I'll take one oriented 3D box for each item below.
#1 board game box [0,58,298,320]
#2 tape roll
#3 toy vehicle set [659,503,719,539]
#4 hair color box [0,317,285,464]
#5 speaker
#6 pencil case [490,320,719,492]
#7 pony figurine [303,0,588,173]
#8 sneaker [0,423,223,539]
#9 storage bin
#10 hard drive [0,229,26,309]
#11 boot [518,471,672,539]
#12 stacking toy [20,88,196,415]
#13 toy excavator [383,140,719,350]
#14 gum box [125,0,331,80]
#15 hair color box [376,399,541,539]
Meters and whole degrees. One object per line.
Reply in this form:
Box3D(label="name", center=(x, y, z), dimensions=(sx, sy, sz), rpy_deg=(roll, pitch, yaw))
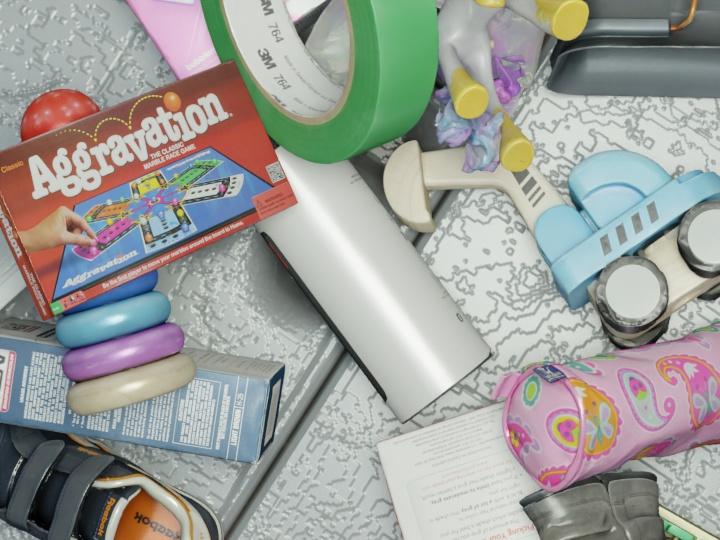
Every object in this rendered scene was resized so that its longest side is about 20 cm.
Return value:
Box3D(label="board game box", center=(-0.135, -0.053, 1.310), dimensions=(0.199, 0.019, 0.103), rpy_deg=(-27, 93, -38))
Box3D(label="tape roll", center=(-0.031, -0.168, 1.313), dimensions=(0.048, 0.200, 0.201), rpy_deg=(-24, 88, -30))
Box3D(label="toy vehicle set", center=(0.229, 0.245, 1.443), dimensions=(0.199, 0.027, 0.125), rpy_deg=(29, 92, 3))
Box3D(label="hair color box", center=(-0.156, 0.080, 1.430), dimensions=(0.198, 0.100, 0.061), rpy_deg=(10, 94, 4))
Box3D(label="speaker", center=(0.000, 0.000, 1.431), dimensions=(0.081, 0.081, 0.200), rpy_deg=(-37, 88, 3))
Box3D(label="pencil case", center=(0.181, 0.083, 1.368), dimensions=(0.199, 0.087, 0.088), rpy_deg=(-9, 89, -36))
Box3D(label="pony figurine", center=(0.066, -0.154, 1.354), dimensions=(0.165, 0.201, 0.194), rpy_deg=(4, 127, -20))
Box3D(label="sneaker", center=(-0.191, 0.154, 1.444), dimensions=(0.199, 0.079, 0.079), rpy_deg=(18, 92, 5))
Box3D(label="storage bin", center=(0.224, -0.195, 1.393), dimensions=(0.198, 0.146, 0.135), rpy_deg=(0, 80, -1))
Box3D(label="hard drive", center=(-0.254, -0.012, 1.426), dimensions=(0.200, 0.132, 0.026), rpy_deg=(-42, 121, 3))
Box3D(label="boot", center=(0.200, 0.193, 1.374), dimensions=(0.199, 0.070, 0.133), rpy_deg=(8, 62, -36))
Box3D(label="stacking toy", center=(-0.169, -0.015, 1.333), dimensions=(0.085, 0.085, 0.201), rpy_deg=(-16, 91, 3))
Box3D(label="toy excavator", center=(0.140, -0.037, 1.426), dimensions=(0.194, 0.100, 0.201), rpy_deg=(-33, 75, 2))
Box3D(label="gum box", center=(-0.063, -0.219, 1.442), dimensions=(0.199, 0.066, 0.114), rpy_deg=(-34, 90, 2))
Box3D(label="hair color box", center=(0.094, 0.196, 1.415), dimensions=(0.110, 0.064, 0.201), rpy_deg=(-18, 78, 9))
